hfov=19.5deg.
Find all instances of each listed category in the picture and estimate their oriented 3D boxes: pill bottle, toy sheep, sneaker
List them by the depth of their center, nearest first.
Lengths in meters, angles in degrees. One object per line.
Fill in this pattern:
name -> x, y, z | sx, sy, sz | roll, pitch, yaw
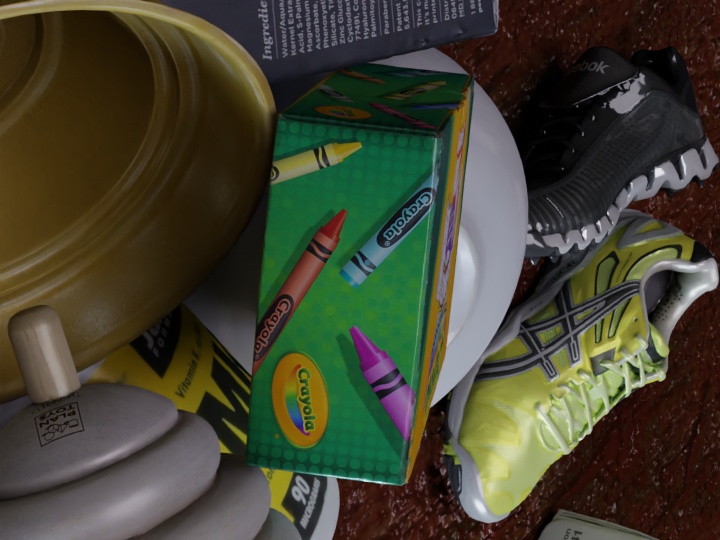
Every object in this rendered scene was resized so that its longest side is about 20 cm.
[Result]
toy sheep -> -0.081, 0.107, 0.715 | 0.137, 0.137, 0.201 | -32, 104, -37
pill bottle -> -0.107, 0.056, 0.837 | 0.200, 0.114, 0.115 | 49, 63, -31
sneaker -> 0.114, -0.066, 1.086 | 0.199, 0.066, 0.091 | -27, 112, -44
sneaker -> 0.113, 0.046, 1.091 | 0.201, 0.076, 0.076 | -55, 132, -22

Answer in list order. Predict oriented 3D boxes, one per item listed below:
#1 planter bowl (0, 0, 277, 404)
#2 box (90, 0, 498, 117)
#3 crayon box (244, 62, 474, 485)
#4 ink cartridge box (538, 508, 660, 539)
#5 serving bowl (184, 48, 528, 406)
planter bowl -> -0.133, -0.043, 0.684 | 0.199, 0.084, 0.201 | -22, 149, -13
box -> -0.064, -0.132, 0.832 | 0.199, 0.147, 0.105 | -18, 109, -43
crayon box -> 0.004, -0.007, 0.775 | 0.200, 0.058, 0.120 | -62, 158, -77
ink cartridge box -> 0.161, 0.244, 1.165 | 0.200, 0.085, 0.149 | 39, 69, -43
serving bowl -> 0.000, 0.000, 0.933 | 0.199, 0.066, 0.202 | -17, 124, -27
